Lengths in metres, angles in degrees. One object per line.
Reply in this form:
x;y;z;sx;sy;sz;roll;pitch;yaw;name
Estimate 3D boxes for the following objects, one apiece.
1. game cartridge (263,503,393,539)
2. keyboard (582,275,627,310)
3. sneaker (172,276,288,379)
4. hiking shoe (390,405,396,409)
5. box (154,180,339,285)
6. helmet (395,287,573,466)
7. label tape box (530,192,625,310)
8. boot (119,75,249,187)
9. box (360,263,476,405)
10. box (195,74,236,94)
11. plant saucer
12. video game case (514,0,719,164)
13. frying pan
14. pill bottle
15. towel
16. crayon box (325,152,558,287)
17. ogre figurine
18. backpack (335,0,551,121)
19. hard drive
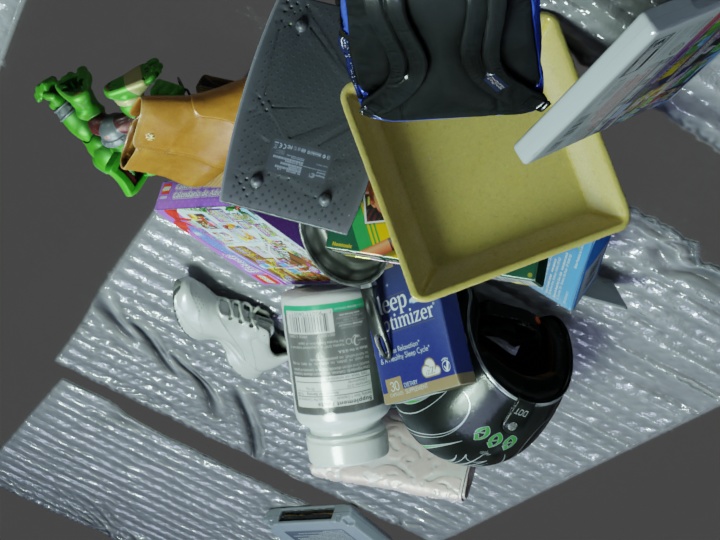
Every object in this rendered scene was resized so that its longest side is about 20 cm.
-0.049;0.432;2.302;0.199;0.042;0.133;-12;141;41;game cartridge
0.182;0.003;1.454;0.199;0.056;0.011;15;120;-14;keyboard
-0.160;0.063;1.773;0.087;0.075;0.200;-19;140;30;sneaker
-0.009;0.100;1.690;0.199;0.074;0.087;26;147;24;hiking shoe
-0.112;-0.041;1.554;0.136;0.039;0.200;-1;155;37;box
0.127;0.122;1.575;0.199;0.201;0.191;30;137;-16;helmet
0.148;-0.065;1.376;0.200;0.063;0.144;32;152;15;label tape box
-0.140;-0.152;1.335;0.143;0.071;0.201;9;136;-30;boot
0.053;0.034;1.488;0.032;0.201;0.121;-3;168;-40;box
-0.084;-0.119;1.475;0.163;0.021;0.200;13;148;11;box
0.106;-0.096;1.211;0.199;0.201;0.048;-20;176;0;plant saucer
0.233;-0.165;1.100;0.023;0.182;0.200;58;148;11;video game case
0.009;-0.010;1.471;0.190;0.031;0.115;52;130;3;frying pan
-0.025;0.116;1.610;0.113;0.113;0.201;-2;99;32;pill bottle
0.057;0.180;1.699;0.199;0.192;0.032;5;148;24;towel
0.082;-0.087;1.285;0.199;0.173;0.058;9;176;17;crayon box
-0.244;-0.149;1.452;0.199;0.098;0.120;-8;129;21;ogre figurine
0.056;-0.231;1.074;0.162;0.169;0.200;-7;147;7;backpack
-0.041;-0.140;1.266;0.134;0.201;0.042;15;174;7;hard drive
